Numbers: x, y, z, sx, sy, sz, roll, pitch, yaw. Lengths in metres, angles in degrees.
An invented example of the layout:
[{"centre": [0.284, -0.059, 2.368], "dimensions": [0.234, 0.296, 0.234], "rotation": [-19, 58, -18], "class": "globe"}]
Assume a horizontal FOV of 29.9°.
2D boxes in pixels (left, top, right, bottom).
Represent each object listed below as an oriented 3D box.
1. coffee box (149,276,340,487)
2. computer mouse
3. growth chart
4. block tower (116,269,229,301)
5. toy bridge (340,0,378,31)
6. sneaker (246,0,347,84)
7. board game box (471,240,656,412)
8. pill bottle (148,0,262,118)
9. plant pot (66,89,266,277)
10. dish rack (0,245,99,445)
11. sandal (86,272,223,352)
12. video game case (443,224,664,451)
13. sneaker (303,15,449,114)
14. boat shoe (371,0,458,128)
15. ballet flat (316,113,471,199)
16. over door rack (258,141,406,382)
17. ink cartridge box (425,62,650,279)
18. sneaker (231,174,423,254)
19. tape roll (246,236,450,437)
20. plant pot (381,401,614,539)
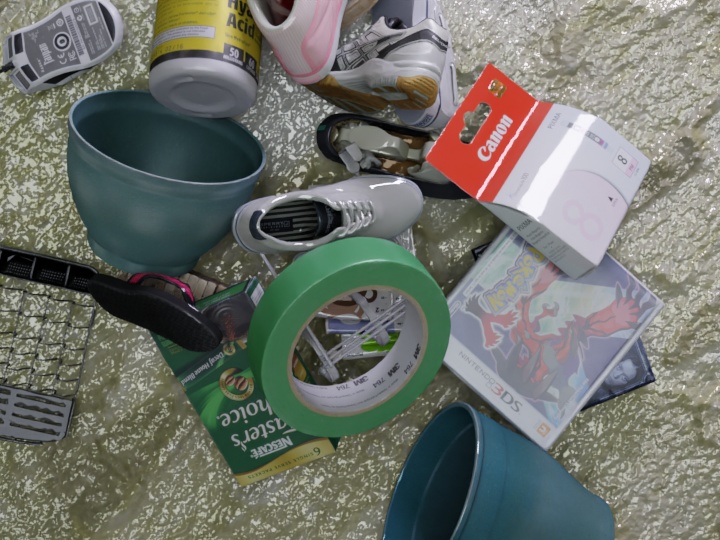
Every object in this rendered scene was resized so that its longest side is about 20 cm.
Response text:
[{"centre": [-0.115, 0.117, 1.387], "dimensions": [0.122, 0.044, 0.202], "rotation": [-21, 109, 18], "class": "coffee box"}, {"centre": [-0.337, -0.223, 1.423], "dimensions": [0.198, 0.044, 0.111], "rotation": [-20, 87, 6], "class": "computer mouse"}, {"centre": [0.000, 0.000, 1.440], "dimensions": [0.143, 0.018, 0.203], "rotation": [-11, 89, -1], "class": "growth chart"}, {"centre": [-0.159, 0.038, 1.423], "dimensions": [0.198, 0.058, 0.055], "rotation": [24, 91, -3], "class": "block tower"}, {"centre": [0.007, -0.311, 1.402], "dimensions": [0.027, 0.067, 0.201], "rotation": [32, 97, -43], "class": "toy bridge"}, {"centre": [-0.061, -0.298, 1.354], "dimensions": [0.074, 0.105, 0.203], "rotation": [-6, 64, 24], "class": "sneaker"}, {"centre": [0.215, 0.047, 1.433], "dimensions": [0.134, 0.035, 0.202], "rotation": [-22, 91, 0], "class": "board game box"}, {"centre": [-0.152, -0.267, 1.370], "dimensions": [0.110, 0.111, 0.203], "rotation": [3, 72, 0], "class": "pill bottle"}, {"centre": [-0.208, -0.078, 1.364], "dimensions": [0.198, 0.201, 0.135], "rotation": [18, 117, -1], "class": "plant pot"}, {"centre": [-0.359, 0.080, 1.421], "dimensions": [0.151, 0.055, 0.203], "rotation": [12, 89, 0], "class": "dish rack"}, {"centre": [-0.200, 0.028, 1.326], "dimensions": [0.045, 0.199, 0.076], "rotation": [-45, 128, -24], "class": "sandal"}, {"centre": [0.186, 0.052, 1.396], "dimensions": [0.182, 0.023, 0.200], "rotation": [40, 86, -3], "class": "video game case"}, {"centre": [0.017, -0.212, 1.370], "dimensions": [0.075, 0.199, 0.089], "rotation": [28, 77, -42], "class": "sneaker"}, {"centre": [0.061, -0.242, 1.412], "dimensions": [0.065, 0.073, 0.203], "rotation": [6, 74, -42], "class": "boat shoe"}, {"centre": [0.049, -0.121, 1.411], "dimensions": [0.198, 0.073, 0.074], "rotation": [15, 91, -1], "class": "ballet flat"}, {"centre": [-0.025, -0.010, 1.376], "dimensions": [0.147, 0.066, 0.201], "rotation": [-34, 106, -16], "class": "over door rack"}, {"centre": [0.186, -0.111, 1.377], "dimensions": [0.200, 0.057, 0.163], "rotation": [40, 56, -9], "class": "ink cartridge box"}, {"centre": [-0.023, -0.048, 1.298], "dimensions": [0.198, 0.071, 0.074], "rotation": [-13, 100, -21], "class": "sneaker"}, {"centre": [-0.010, 0.066, 1.306], "dimensions": [0.198, 0.048, 0.202], "rotation": [-13, 125, -18], "class": "tape roll"}, {"centre": [0.148, 0.261, 1.368], "dimensions": [0.186, 0.200, 0.202], "rotation": [23, 91, -15], "class": "plant pot"}]
